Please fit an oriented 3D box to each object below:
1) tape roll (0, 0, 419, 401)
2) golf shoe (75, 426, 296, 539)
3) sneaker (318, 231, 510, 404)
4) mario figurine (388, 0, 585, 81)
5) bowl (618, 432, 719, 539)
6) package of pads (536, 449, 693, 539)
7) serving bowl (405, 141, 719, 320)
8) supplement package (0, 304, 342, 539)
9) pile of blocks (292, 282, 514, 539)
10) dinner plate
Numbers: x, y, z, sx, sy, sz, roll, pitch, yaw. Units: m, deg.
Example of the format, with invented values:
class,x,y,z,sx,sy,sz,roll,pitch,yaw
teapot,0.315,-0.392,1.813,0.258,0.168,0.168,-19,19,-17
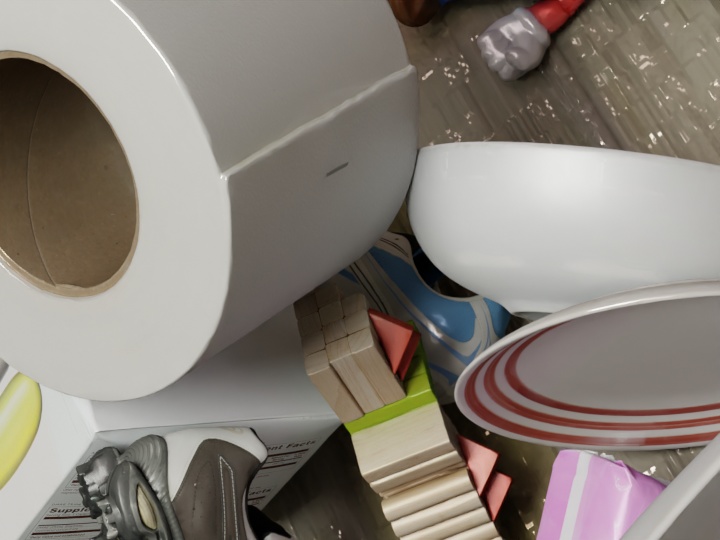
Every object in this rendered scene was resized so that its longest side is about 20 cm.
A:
class,x,y,z,sx,sy,sz,roll,pitch,yaw
tape roll,-0.094,-0.062,0.758,0.202,0.139,0.203,17,122,29
golf shoe,-0.065,0.164,0.814,0.078,0.094,0.200,36,139,54
sneaker,0.000,0.000,0.947,0.072,0.072,0.200,-47,54,-11
mario figurine,0.090,-0.172,0.908,0.200,0.123,0.106,0,63,36
bowl,0.193,0.144,0.710,0.200,0.075,0.200,-43,99,-12
package of pads,0.126,0.188,0.772,0.076,0.120,0.200,-2,72,65
serving bowl,0.115,-0.007,0.795,0.200,0.200,0.066,4,83,33
supplement package,-0.140,0.051,0.927,0.200,0.147,0.191,-50,52,41
pile of blocks,0.034,0.084,0.858,0.062,0.200,0.082,-22,23,9
dinner plate,0.140,0.040,0.761,0.200,0.200,0.024,-16,62,28
